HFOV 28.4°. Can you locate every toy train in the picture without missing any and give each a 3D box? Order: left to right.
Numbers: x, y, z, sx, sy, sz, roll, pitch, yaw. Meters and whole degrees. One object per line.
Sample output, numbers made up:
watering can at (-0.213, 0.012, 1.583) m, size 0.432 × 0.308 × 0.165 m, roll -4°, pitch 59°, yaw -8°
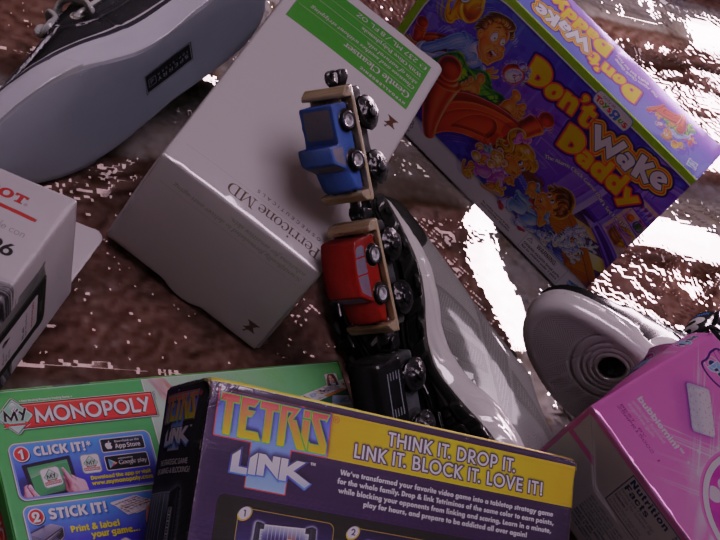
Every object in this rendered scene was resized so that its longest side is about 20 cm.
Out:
toy train at (0.000, 0.000, 0.720) m, size 0.046 × 0.034 × 0.203 m, roll -19°, pitch 101°, yaw -48°

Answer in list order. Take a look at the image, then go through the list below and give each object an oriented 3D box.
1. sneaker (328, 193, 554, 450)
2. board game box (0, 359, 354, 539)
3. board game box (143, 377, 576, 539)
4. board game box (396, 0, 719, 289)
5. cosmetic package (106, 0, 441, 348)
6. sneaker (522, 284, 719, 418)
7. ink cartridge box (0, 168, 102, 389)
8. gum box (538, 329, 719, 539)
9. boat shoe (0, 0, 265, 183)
sneaker at (0.047, 0.050, 0.793) m, size 0.079 × 0.074 × 0.202 m, roll -12°, pitch 70°, yaw -48°
board game box at (-0.077, 0.115, 0.686) m, size 0.198 × 0.029 × 0.136 m, roll -2°, pitch 58°, yaw -33°
board game box at (-0.002, 0.151, 0.643) m, size 0.198 × 0.057 × 0.168 m, roll 16°, pitch 72°, yaw -26°
board game box at (0.107, -0.097, 0.887) m, size 0.200 × 0.135 × 0.045 m, roll 45°, pitch 46°, yaw 6°
cosmetic package at (-0.044, -0.069, 0.806) m, size 0.107 × 0.085 × 0.201 m, roll 36°, pitch 45°, yaw -8°
sneaker at (0.185, 0.053, 0.876) m, size 0.199 × 0.073 × 0.113 m, roll 37°, pitch 42°, yaw -14°
ink cartridge box at (-0.206, 0.005, 0.641) m, size 0.115 × 0.068 × 0.201 m, roll 22°, pitch 46°, yaw 5°
gum box at (0.185, 0.136, 0.725) m, size 0.113 × 0.066 × 0.201 m, roll -22°, pitch 71°, yaw -41°
boat shoe at (-0.144, -0.122, 0.786) m, size 0.068 × 0.074 × 0.199 m, roll 35°, pitch 61°, yaw 24°
